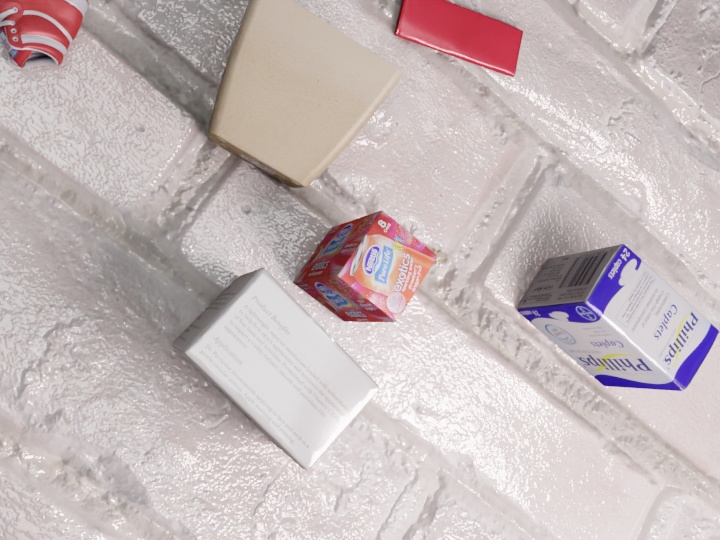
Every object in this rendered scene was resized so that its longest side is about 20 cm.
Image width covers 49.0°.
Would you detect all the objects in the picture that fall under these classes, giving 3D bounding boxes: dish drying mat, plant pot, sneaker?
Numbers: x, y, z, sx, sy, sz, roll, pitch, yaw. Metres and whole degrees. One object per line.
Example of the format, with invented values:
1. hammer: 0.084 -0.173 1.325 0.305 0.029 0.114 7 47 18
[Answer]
1. dish drying mat: 0.149 -0.355 1.182 0.199 0.018 0.077 14 82 -18
2. plant pot: -0.095 -0.214 1.007 0.199 0.200 0.178 30 88 -14
3. sneaker: -0.444 -0.318 0.954 0.199 0.071 0.113 18 77 -18

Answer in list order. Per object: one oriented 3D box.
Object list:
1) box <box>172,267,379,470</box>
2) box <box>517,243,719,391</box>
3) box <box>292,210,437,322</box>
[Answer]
1. box: -0.110 0.114 0.965 0.199 0.200 0.131 46 76 -9
2. box: 0.362 0.072 1.132 0.200 0.184 0.105 39 74 -11
3. box: 0.000 0.000 1.009 0.095 0.200 0.100 38 76 -14
